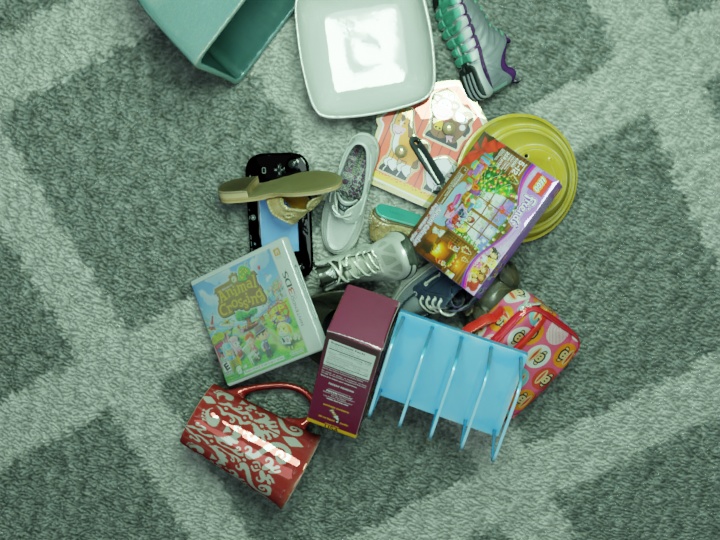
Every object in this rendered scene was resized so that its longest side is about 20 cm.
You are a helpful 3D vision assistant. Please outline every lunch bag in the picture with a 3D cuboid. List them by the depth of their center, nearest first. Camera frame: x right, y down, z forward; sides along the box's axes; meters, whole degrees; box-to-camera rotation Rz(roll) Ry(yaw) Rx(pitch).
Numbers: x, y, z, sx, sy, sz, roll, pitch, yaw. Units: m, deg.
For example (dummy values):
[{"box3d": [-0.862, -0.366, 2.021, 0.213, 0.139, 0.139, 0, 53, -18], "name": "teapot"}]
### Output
[{"box3d": [0.226, 0.129, 1.286, 0.176, 0.082, 0.200, 32, 105, -32], "name": "lunch bag"}]

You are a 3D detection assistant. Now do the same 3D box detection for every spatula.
[{"box3d": [0.133, -0.122, 1.244, 0.056, 0.021, 0.201, -32, 78, -20], "name": "spatula"}]

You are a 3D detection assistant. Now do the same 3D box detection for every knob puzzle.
[{"box3d": [0.115, -0.201, 1.279, 0.218, 0.030, 0.222, 1, 98, 5], "name": "knob puzzle"}]

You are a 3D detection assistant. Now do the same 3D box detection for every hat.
[{"box3d": [0.001, 0.085, 1.309, 0.199, 0.081, 0.202, 10, 130, 12], "name": "hat"}]

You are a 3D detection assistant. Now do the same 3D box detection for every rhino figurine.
[{"box3d": [0.188, 0.066, 1.312, 0.087, 0.060, 0.201, 17, 105, -38], "name": "rhino figurine"}]

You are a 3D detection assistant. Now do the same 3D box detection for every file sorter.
[{"box3d": [0.123, 0.167, 1.184, 0.199, 0.123, 0.140, 19, 107, 7], "name": "file sorter"}]

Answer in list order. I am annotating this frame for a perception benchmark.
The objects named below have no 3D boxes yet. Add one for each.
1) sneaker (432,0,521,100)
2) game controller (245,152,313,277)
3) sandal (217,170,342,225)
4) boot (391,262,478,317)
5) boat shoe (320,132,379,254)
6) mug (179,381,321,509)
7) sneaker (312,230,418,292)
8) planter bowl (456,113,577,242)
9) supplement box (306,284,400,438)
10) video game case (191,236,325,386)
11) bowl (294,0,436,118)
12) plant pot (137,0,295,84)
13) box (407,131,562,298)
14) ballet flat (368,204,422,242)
[{"box3d": [0.175, -0.363, 1.243, 0.087, 0.074, 0.201, -24, 103, -17], "name": "sneaker"}, {"box3d": [-0.128, -0.086, 1.309, 0.103, 0.042, 0.202, -2, 100, 2], "name": "game controller"}, {"box3d": [-0.116, -0.104, 1.261, 0.210, 0.078, 0.070, 0, 121, 23], "name": "sandal"}, {"box3d": [0.117, 0.039, 1.270, 0.072, 0.091, 0.200, 28, 125, -25], "name": "boot"}, {"box3d": [-0.018, -0.112, 1.276, 0.072, 0.069, 0.201, 25, 112, 4], "name": "boat shoe"}, {"box3d": [-0.174, 0.267, 1.357, 0.199, 0.178, 0.134, 28, 137, 1], "name": "mug"}, {"box3d": [0.000, 0.000, 1.228, 0.115, 0.200, 0.076, -24, 95, -26], "name": "sneaker"}, {"box3d": [0.251, -0.138, 1.247, 0.199, 0.083, 0.202, -1, 98, -9], "name": "planter bowl"}, {"box3d": [-0.012, 0.138, 1.229, 0.085, 0.111, 0.201, 18, 130, 5], "name": "supplement box"}, {"box3d": [-0.163, 0.068, 1.294, 0.199, 0.022, 0.183, -23, 85, 29], "name": "video game case"}, {"box3d": [0.009, -0.336, 1.239, 0.198, 0.075, 0.202, -9, 100, 4], "name": "bowl"}, {"box3d": [-0.220, -0.418, 1.180, 0.200, 0.196, 0.196, 40, 100, 4], "name": "plant pot"}, {"box3d": [0.174, -0.080, 1.182, 0.137, 0.039, 0.201, 38, 96, 23], "name": "box"}, {"box3d": [0.105, -0.052, 1.302, 0.199, 0.071, 0.066, 16, 126, -4], "name": "ballet flat"}]
